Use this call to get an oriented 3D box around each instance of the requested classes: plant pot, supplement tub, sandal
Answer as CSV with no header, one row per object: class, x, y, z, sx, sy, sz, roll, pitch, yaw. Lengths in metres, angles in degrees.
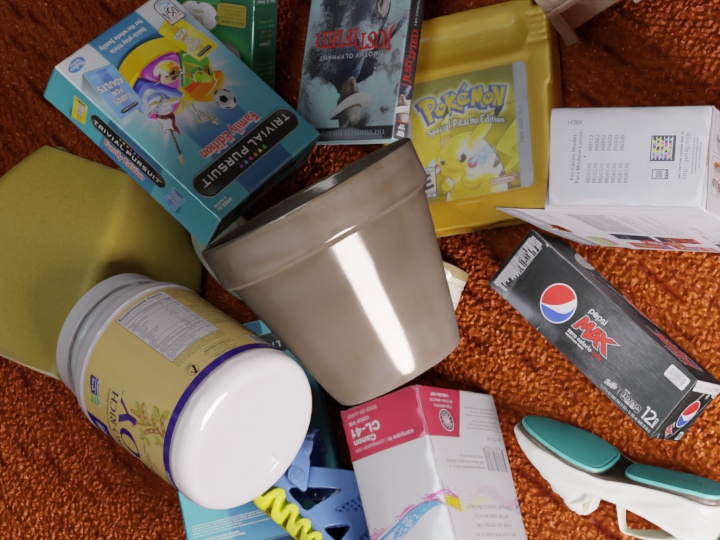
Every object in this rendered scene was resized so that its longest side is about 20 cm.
plant pot,-0.008,0.011,1.498,0.199,0.200,0.174,-25,97,24
supplement tub,-0.154,0.098,1.527,0.200,0.145,0.146,30,97,39
sandal,-0.022,0.207,1.543,0.200,0.080,0.087,40,80,16
plant pot,-0.264,-0.002,1.700,0.195,0.194,0.201,20,87,30

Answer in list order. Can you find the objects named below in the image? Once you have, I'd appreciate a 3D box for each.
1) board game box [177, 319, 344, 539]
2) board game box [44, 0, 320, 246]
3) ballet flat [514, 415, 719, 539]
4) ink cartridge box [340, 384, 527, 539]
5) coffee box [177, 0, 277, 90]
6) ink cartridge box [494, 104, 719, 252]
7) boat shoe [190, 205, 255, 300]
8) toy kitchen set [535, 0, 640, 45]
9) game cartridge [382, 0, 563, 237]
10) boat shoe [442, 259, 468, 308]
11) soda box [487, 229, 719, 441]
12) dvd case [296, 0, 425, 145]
board game box,-0.099,0.152,1.633,0.150,0.047,0.201,-14,74,5
board game box,-0.158,-0.140,1.603,0.200,0.151,0.047,42,142,5
ballet flat,0.210,0.182,1.478,0.199,0.069,0.070,19,92,29
ink cartridge box,0.071,0.205,1.499,0.085,0.147,0.201,-19,73,26
coffee box,-0.140,-0.205,1.704,0.122,0.044,0.201,11,108,30
ink cartridge box,0.225,-0.070,1.422,0.175,0.200,0.084,2,83,28
boat shoe,-0.134,-0.065,1.683,0.074,0.066,0.200,-28,102,39
toy kitchen set,0.176,-0.337,1.493,0.163,0.180,0.201,-33,67,12
game cartridge,0.098,-0.135,1.602,0.175,0.032,0.201,-9,79,28
boat shoe,0.000,0.000,1.615,0.199,0.072,0.065,19,90,25
soda box,0.204,0.053,1.490,0.200,0.071,0.063,45,105,27
dvd case,0.002,-0.216,1.649,0.146,0.022,0.201,4,86,49
